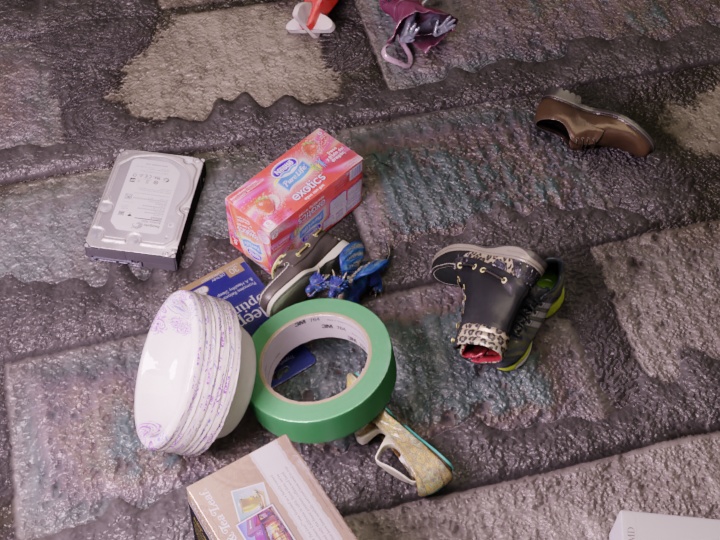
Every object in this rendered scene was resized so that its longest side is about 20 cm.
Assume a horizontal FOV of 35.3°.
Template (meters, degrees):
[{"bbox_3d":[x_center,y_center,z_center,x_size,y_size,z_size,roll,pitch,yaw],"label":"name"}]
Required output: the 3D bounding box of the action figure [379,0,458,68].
[{"bbox_3d":[0.082,-0.446,1.969,0.133,0.150,0.200,19,22,-37],"label":"action figure"}]

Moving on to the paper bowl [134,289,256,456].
[{"bbox_3d":[-0.202,0.133,1.422,0.104,0.201,0.202,17,46,-28],"label":"paper bowl"}]

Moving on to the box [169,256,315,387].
[{"bbox_3d":[-0.162,0.078,1.567,0.121,0.033,0.200,-29,59,-23],"label":"box"}]

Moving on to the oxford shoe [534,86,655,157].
[{"bbox_3d":[0.370,-0.216,1.805,0.199,0.073,0.085,23,71,18],"label":"oxford shoe"}]

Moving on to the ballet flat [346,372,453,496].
[{"bbox_3d":[0.032,0.212,1.450,0.070,0.071,0.200,-34,60,-25],"label":"ballet flat"}]

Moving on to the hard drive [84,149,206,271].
[{"bbox_3d":[-0.319,-0.094,1.693,0.138,0.038,0.201,8,53,4],"label":"hard drive"}]

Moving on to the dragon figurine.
[{"bbox_3d":[0.000,0.000,1.588,0.059,0.100,0.200,33,52,23],"label":"dragon figurine"}]

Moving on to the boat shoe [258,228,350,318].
[{"bbox_3d":[-0.089,0.002,1.584,0.060,0.072,0.201,34,37,13],"label":"boat shoe"}]

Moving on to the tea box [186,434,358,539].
[{"bbox_3d":[-0.087,0.333,1.262,0.133,0.198,0.200,-26,57,-21],"label":"tea box"}]

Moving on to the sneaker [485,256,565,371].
[{"bbox_3d":[0.224,0.055,1.567,0.073,0.081,0.200,25,55,18],"label":"sneaker"}]

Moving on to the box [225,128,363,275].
[{"bbox_3d":[-0.095,-0.103,1.668,0.094,0.103,0.200,36,60,24],"label":"box"}]

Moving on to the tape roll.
[{"bbox_3d":[-0.054,0.126,1.458,0.198,0.048,0.202,-6,47,7],"label":"tape roll"}]

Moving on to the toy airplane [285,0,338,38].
[{"bbox_3d":[-0.071,-0.504,1.957,0.199,0.142,0.200,-25,43,1],"label":"toy airplane"}]

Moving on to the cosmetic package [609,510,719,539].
[{"bbox_3d":[0.403,0.353,1.345,0.198,0.072,0.102,4,52,2],"label":"cosmetic package"}]

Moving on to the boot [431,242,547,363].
[{"bbox_3d":[0.149,0.044,1.546,0.203,0.073,0.155,-2,58,51],"label":"boot"}]
